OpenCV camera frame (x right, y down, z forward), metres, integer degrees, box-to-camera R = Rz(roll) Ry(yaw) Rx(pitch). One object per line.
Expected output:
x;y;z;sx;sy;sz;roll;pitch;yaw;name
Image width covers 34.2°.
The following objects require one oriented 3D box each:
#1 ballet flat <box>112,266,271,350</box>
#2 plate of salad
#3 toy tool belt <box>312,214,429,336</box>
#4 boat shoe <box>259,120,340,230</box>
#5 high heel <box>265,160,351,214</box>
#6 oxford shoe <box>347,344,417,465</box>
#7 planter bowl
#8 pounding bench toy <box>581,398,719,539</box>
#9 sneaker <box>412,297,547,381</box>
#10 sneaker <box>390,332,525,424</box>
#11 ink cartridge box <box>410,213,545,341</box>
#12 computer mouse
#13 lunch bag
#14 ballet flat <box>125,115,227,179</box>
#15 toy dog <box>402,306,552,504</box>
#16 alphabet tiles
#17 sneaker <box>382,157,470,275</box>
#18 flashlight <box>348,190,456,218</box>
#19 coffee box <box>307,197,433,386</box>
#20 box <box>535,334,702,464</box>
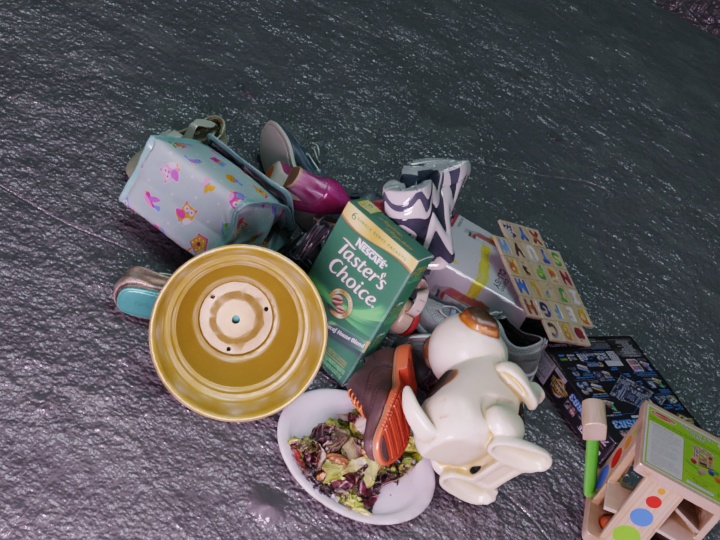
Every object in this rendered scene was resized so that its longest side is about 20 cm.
-0.195;0.039;1.401;0.198;0.068;0.067;22;27;-14;ballet flat
0.000;0.204;1.340;0.198;0.048;0.201;20;35;-14;plate of salad
0.000;0.000;1.533;0.122;0.125;0.201;25;25;-28;toy tool belt
-0.085;-0.141;1.713;0.061;0.075;0.201;-4;47;-37;boat shoe
-0.079;-0.106;1.623;0.095;0.200;0.068;30;75;-20;high heel
0.019;0.156;1.340;0.072;0.072;0.200;-5;24;13;oxford shoe
-0.140;0.064;1.335;0.199;0.202;0.083;21;6;-12;planter bowl
0.321;0.255;1.409;0.199;0.157;0.125;28;34;-1;pounding bench toy
0.162;0.077;1.597;0.198;0.082;0.075;24;33;-7;sneaker
0.130;0.154;1.480;0.198;0.076;0.116;18;38;-17;sneaker
0.154;0.005;1.686;0.199;0.084;0.145;31;34;2;ink cartridge box
-0.091;0.010;1.472;0.046;0.200;0.141;40;75;-6;computer mouse
-0.186;-0.094;1.538;0.170;0.123;0.200;36;17;18;lunch bag
-0.253;-0.175;1.643;0.069;0.070;0.200;37;34;13;ballet flat
0.123;0.146;1.381;0.192;0.140;0.201;21;47;-17;toy dog
0.262;0.018;1.673;0.165;0.006;0.202;12;49;-46;alphabet tiles
0.089;-0.066;1.495;0.079;0.131;0.199;3;20;18;sneaker
0.049;-0.090;1.644;0.067;0.068;0.199;17;-7;-35;flashlight
-0.009;0.026;1.429;0.123;0.201;0.044;42;28;20;coffee box
0.358;0.176;1.640;0.198;0.050;0.199;1;43;-36;box
